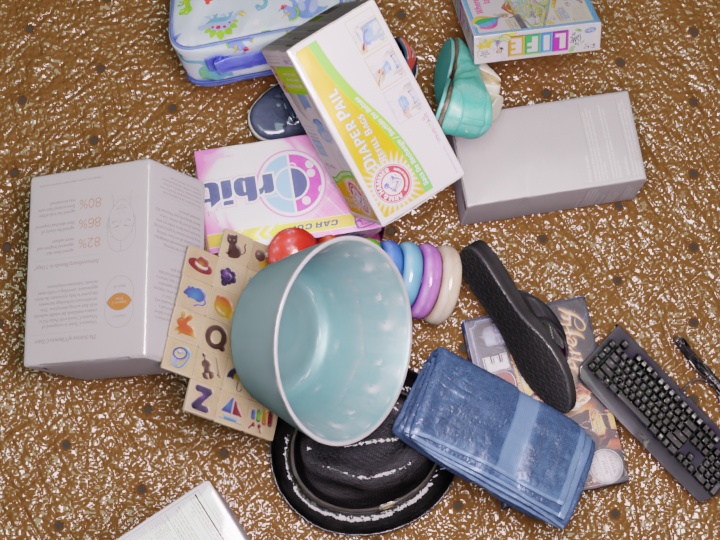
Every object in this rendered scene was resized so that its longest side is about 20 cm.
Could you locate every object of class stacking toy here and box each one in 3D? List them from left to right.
[{"bbox_3d":[0.000,0.000,1.523,0.199,0.085,0.086,10,77,-16],"label":"stacking toy"}]

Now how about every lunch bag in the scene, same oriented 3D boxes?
[{"bbox_3d":[-0.105,-0.281,1.574,0.199,0.083,0.161,-11,55,10],"label":"lunch bag"}]

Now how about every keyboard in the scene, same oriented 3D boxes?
[{"bbox_3d":[0.333,0.135,1.545,0.200,0.021,0.127,46,70,-3],"label":"keyboard"}]

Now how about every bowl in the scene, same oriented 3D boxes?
[{"bbox_3d":[-0.050,0.064,1.430,0.105,0.201,0.202,5,74,40],"label":"bowl"}]

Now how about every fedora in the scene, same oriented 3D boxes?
[{"bbox_3d":[0.005,0.178,1.505,0.200,0.092,0.202,0,77,-2],"label":"fedora"}]

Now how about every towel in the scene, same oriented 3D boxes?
[{"bbox_3d":[0.139,0.166,1.471,0.200,0.049,0.112,30,66,-10],"label":"towel"}]

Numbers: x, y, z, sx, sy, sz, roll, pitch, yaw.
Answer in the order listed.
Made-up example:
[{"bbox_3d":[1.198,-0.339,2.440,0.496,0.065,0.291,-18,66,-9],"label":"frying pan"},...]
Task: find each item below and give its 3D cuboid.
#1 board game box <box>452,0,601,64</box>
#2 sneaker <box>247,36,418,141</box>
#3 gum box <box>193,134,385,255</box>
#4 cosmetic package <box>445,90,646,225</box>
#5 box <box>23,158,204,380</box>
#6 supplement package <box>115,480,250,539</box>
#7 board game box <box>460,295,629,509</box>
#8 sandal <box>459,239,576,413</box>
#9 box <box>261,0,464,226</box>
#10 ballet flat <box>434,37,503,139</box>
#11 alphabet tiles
[{"bbox_3d":[0.170,-0.296,1.586,0.134,0.034,0.200,-7,40,-3],"label":"board game box"},{"bbox_3d":[-0.031,-0.203,1.592,0.199,0.085,0.075,-26,80,-7],"label":"sneaker"},{"bbox_3d":[-0.081,-0.078,1.572,0.199,0.066,0.114,-9,77,-4],"label":"gum box"},{"bbox_3d":[0.196,-0.120,1.582,0.199,0.090,0.107,-8,77,0],"label":"cosmetic package"},{"bbox_3d":[-0.249,0.003,1.502,0.152,0.106,0.201,-6,77,26],"label":"box"},{"bbox_3d":[-0.186,0.323,1.418,0.200,0.191,0.147,-33,80,-9],"label":"supplement package"},{"bbox_3d":[0.192,0.139,1.549,0.135,0.035,0.201,-12,78,-4],"label":"board game box"},{"bbox_3d":[0.175,0.052,1.516,0.048,0.075,0.201,-26,79,-25],"label":"sandal"},{"bbox_3d":[0.002,-0.157,1.466,0.101,0.112,0.200,-32,107,-10],"label":"box"},{"bbox_3d":[0.113,-0.185,1.536,0.070,0.200,0.068,18,117,-5],"label":"ballet flat"},{"bbox_3d":[-0.114,0.063,1.482,0.166,0.006,0.201,22,63,-24],"label":"alphabet tiles"}]
